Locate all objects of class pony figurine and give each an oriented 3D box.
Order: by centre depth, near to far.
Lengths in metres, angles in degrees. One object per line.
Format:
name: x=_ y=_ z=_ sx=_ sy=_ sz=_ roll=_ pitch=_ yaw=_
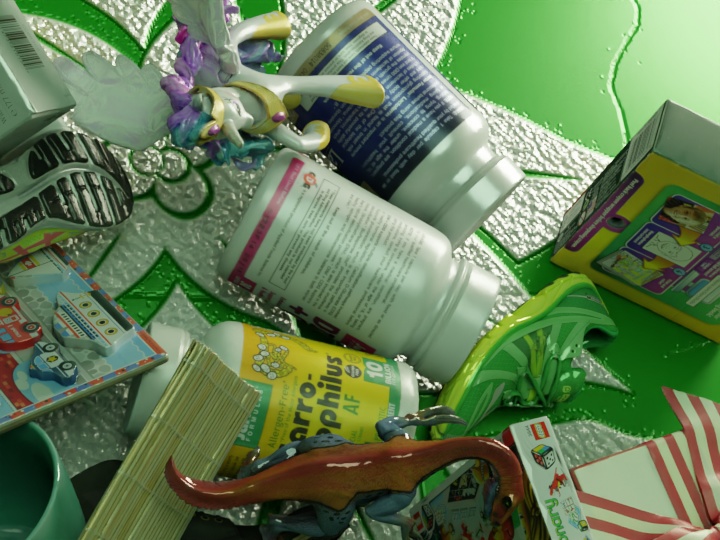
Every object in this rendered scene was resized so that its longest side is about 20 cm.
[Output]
pony figurine: x=-0.106 y=-0.149 z=1.189 sx=0.193 sy=0.167 sz=0.200 roll=38 pitch=27 yaw=23

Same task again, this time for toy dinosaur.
toy dinosaur: x=0.008 y=0.147 z=1.066 sx=0.200 sy=0.181 sz=0.106 roll=2 pitch=72 yaw=-56

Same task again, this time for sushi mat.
sushi mat: x=-0.135 y=0.150 z=1.070 sx=0.012 sy=0.096 sz=0.201 roll=22 pitch=77 yaw=31

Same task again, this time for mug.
mug: x=-0.251 y=0.173 z=1.078 sx=0.151 sy=0.115 sz=0.185 roll=9 pitch=46 yaw=21

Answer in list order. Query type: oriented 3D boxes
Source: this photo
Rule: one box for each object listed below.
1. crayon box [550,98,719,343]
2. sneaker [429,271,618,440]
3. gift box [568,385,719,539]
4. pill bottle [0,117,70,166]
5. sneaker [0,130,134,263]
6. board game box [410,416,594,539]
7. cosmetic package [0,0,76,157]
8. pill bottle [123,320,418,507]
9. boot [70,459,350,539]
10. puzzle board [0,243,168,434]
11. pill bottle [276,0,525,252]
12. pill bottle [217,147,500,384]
crayon box: x=0.273 y=-0.033 z=1.310 sx=0.172 sy=0.200 sz=0.058 roll=25 pitch=61 yaw=-6
sneaker: x=0.135 y=0.077 z=1.286 sx=0.200 sy=0.074 sz=0.084 roll=-37 pitch=78 yaw=-29
gift box: x=0.213 y=0.205 z=1.189 sx=0.184 sy=0.187 sz=0.201 roll=-20 pitch=75 yaw=-26
pill bottle: x=-0.302 y=-0.165 z=1.234 sx=0.104 sy=0.104 sz=0.200 roll=-29 pitch=78 yaw=-27
sneaker: x=-0.254 y=-0.046 z=1.195 sx=0.200 sy=0.090 sz=0.078 roll=-17 pitch=82 yaw=-50
board game box: x=0.102 y=0.196 z=1.147 sx=0.034 sy=0.200 sz=0.127 roll=-11 pitch=70 yaw=-24
cosmetic package: x=-0.316 y=-0.109 z=1.144 sx=0.113 sy=0.200 sz=0.081 roll=57 pitch=17 yaw=-2
pill bottle: x=-0.067 y=0.100 z=1.186 sx=0.199 sy=0.113 sz=0.113 roll=15 pitch=63 yaw=-12
boot: x=-0.121 y=0.176 z=1.159 sx=0.199 sy=0.078 sz=0.139 roll=-21 pitch=70 yaw=-27
puzzle board: x=-0.248 y=0.040 z=1.142 sx=0.150 sy=0.017 sz=0.200 roll=-23 pitch=39 yaw=-26
pill bottle: x=0.032 y=-0.113 z=1.315 sx=0.200 sy=0.116 sz=0.116 roll=45 pitch=61 yaw=6
pill bottle: x=0.000 y=0.000 z=1.254 sx=0.199 sy=0.113 sz=0.114 roll=29 pitch=61 yaw=-3
